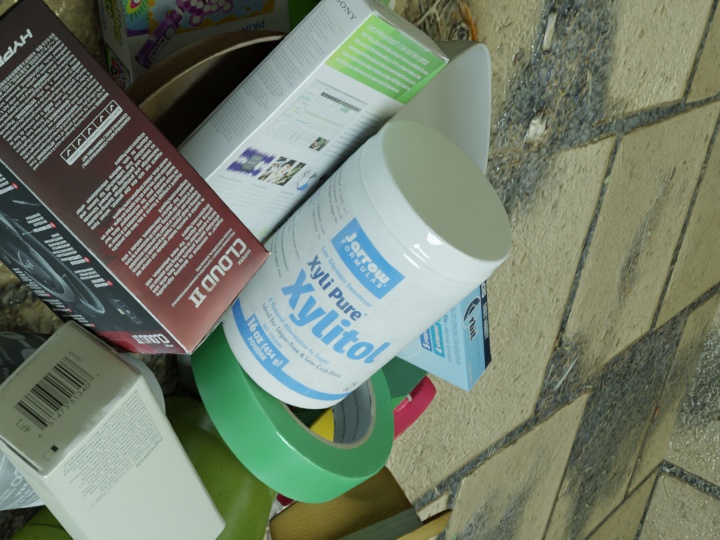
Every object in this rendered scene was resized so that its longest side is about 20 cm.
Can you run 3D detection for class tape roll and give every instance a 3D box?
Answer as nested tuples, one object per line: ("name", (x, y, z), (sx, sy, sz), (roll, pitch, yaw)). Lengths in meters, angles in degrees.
("tape roll", (-0.053, 0.089, 0.943), (0.048, 0.202, 0.200), (-34, 164, 27))

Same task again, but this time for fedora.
("fedora", (-0.017, 0.233, 1.034), (0.199, 0.083, 0.201), (-22, 168, -5))

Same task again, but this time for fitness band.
("fitness band", (-0.008, 0.169, 1.164), (0.199, 0.038, 0.143), (-38, -175, -21))

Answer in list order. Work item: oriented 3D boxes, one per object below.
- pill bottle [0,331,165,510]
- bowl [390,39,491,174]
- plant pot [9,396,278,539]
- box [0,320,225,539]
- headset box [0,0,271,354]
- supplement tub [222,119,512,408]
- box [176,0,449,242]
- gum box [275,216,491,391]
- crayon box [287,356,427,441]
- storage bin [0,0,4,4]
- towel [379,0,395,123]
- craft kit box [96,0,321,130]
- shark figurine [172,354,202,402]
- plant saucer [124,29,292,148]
("pill bottle", (-0.225, 0.097, 0.746), (0.199, 0.113, 0.115), (10, 104, -61))
("bowl", (0.044, -0.109, 1.082), (0.200, 0.074, 0.202), (-43, 144, -34))
("plant pot", (-0.159, 0.212, 0.894), (0.194, 0.198, 0.202), (-58, 153, -36))
("box", (-0.152, 0.126, 0.700), (0.082, 0.068, 0.201), (-46, 149, -25))
("headset box", (-0.153, -0.035, 0.620), (0.200, 0.148, 0.077), (48, 65, -21))
("supplement tub", (0.000, 0.000, 0.843), (0.200, 0.133, 0.131), (-43, 165, 33))
("box", (-0.042, -0.099, 0.773), (0.200, 0.036, 0.144), (-41, 163, 16))
("gum box", (0.017, 0.001, 0.989), (0.045, 0.199, 0.171), (-47, 148, -29))
("crayon box", (-0.037, 0.141, 1.090), (0.200, 0.125, 0.052), (-42, 105, -35))
("storage bin", (-0.253, -0.181, 0.499), (0.201, 0.093, 0.199), (-53, 150, -20))
("towel", (0.015, -0.209, 0.882), (0.200, 0.023, 0.155), (86, 7, -72))
("craft kit box", (-0.085, -0.213, 0.764), (0.199, 0.048, 0.199), (-28, 140, -29))
("shark figurine", (-0.091, 0.109, 1.016), (0.214, 0.089, 0.129), (12, 103, -59))
("plant saucer", (-0.110, -0.095, 0.768), (0.199, 0.037, 0.201), (-34, 162, -13))
